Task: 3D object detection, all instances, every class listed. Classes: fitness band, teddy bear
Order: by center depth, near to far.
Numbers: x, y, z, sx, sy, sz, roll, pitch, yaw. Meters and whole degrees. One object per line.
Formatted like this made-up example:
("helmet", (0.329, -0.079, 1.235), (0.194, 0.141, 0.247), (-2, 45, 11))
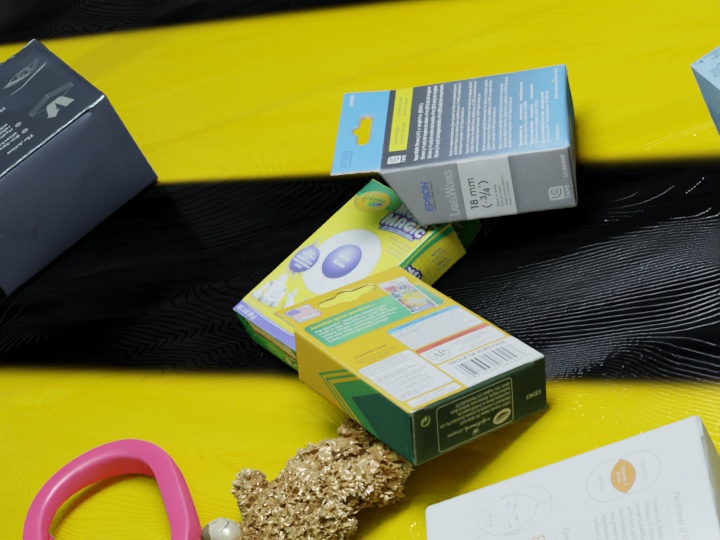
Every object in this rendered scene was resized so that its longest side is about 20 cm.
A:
("teddy bear", (-0.048, 0.178, 1.473), (0.199, 0.067, 0.145), (-29, 35, 2))
("fitness band", (-0.199, 0.218, 1.563), (0.143, 0.038, 0.200), (-28, 38, 1))

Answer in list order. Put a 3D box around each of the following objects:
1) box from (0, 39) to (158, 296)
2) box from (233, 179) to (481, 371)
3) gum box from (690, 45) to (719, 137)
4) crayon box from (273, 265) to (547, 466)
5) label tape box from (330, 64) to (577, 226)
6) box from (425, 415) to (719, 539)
("box", (-0.343, -0.107, 1.960), (0.196, 0.118, 0.200), (-39, 36, -10))
("box", (0.000, 0.000, 1.658), (0.200, 0.048, 0.117), (-42, 38, -16))
("gum box", (0.326, -0.055, 1.387), (0.044, 0.170, 0.200), (-32, 36, -2))
("crayon box", (0.036, 0.070, 1.513), (0.125, 0.052, 0.200), (-20, 31, -27))
("label tape box", (0.083, -0.104, 1.653), (0.199, 0.064, 0.145), (-7, 32, 10))
("box", (0.155, 0.210, 1.260), (0.199, 0.107, 0.153), (-20, 38, 15))
